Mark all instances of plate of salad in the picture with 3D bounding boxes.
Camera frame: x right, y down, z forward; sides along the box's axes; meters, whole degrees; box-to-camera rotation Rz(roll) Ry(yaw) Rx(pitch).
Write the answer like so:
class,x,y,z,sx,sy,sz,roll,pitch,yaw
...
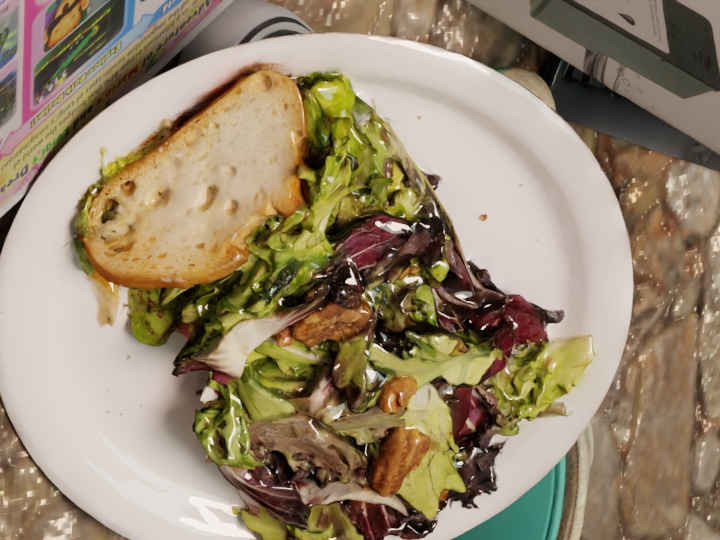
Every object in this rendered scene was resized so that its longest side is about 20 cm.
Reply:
class,x,y,z,sx,sy,sz,roll,pitch,yaw
plate of salad,-0.013,0.020,0.902,0.199,0.048,0.201,-4,123,-7

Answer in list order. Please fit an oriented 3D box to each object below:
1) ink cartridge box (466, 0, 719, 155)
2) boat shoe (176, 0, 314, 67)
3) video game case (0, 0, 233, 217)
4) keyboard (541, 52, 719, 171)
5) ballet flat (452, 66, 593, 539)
class,x,y,z,sx,sy,sz,roll,pitch,yaw
ink cartridge box,0.115,-0.118,0.925,0.084,0.200,0.146,-41,149,-27
boat shoe,-0.002,0.002,0.963,0.074,0.068,0.200,-38,129,-32
video game case,-0.094,-0.077,0.805,0.200,0.024,0.182,-46,164,-26
keyboard,0.147,-0.101,1.122,0.200,0.021,0.128,12,95,-49
ballet flat,0.057,0.024,1.040,0.062,0.067,0.201,-35,128,-46
